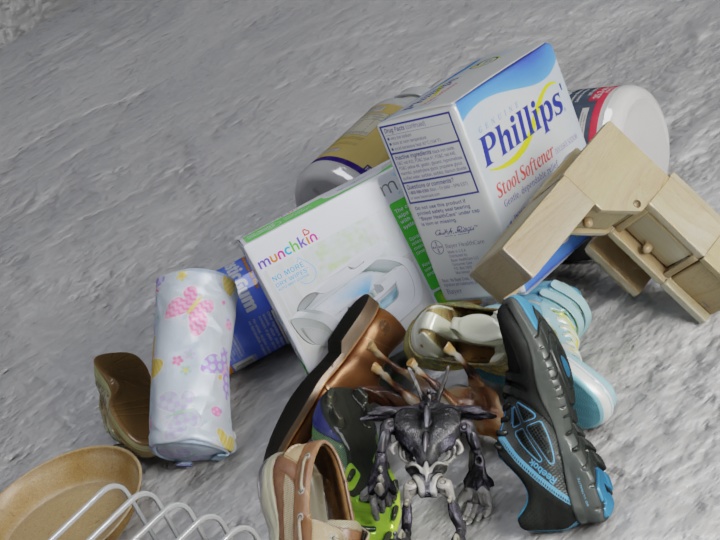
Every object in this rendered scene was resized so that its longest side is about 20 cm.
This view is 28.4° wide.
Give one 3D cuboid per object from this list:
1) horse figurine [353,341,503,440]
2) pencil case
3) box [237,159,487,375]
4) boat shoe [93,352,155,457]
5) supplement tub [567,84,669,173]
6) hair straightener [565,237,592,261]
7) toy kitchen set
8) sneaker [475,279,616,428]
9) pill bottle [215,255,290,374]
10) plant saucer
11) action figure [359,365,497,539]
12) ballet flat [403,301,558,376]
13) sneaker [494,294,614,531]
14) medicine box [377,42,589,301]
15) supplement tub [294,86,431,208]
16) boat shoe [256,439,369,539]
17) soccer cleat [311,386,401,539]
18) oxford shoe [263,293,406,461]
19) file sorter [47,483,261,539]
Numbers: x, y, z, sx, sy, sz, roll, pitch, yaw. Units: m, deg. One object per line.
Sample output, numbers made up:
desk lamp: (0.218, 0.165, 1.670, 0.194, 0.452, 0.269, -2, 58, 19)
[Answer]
horse figurine: (0.074, 0.119, 1.319, 0.200, 0.133, 0.050, -7, 43, 57)
pencil case: (-0.171, 0.098, 1.474, 0.091, 0.083, 0.200, 3, 69, -11)
box: (0.000, 0.000, 1.482, 0.200, 0.177, 0.097, -27, 10, -5)
boat shoe: (-0.248, 0.157, 1.565, 0.073, 0.063, 0.200, -2, 24, -20)
supplement tub: (0.227, -0.129, 1.576, 0.200, 0.140, 0.140, 0, 37, 38)
hair straightener: (0.187, -0.020, 1.527, 0.200, 0.041, 0.077, -4, 35, 34)
toy kitchen set: (0.223, 0.011, 1.327, 0.180, 0.200, 0.163, -48, 1, -25)
sneaker: (0.192, 0.068, 1.341, 0.130, 0.080, 0.200, -29, 37, -28)
pill bottle: (-0.098, 0.029, 1.596, 0.200, 0.112, 0.112, -28, 28, -4)
plant saucer: (-0.306, 0.258, 1.452, 0.200, 0.035, 0.200, -19, 29, 11)
action figure: (0.056, 0.182, 1.202, 0.119, 0.102, 0.200, 3, 49, 2)
ballet flat: (0.093, 0.058, 1.298, 0.071, 0.071, 0.200, -42, 28, -29)
sneaker: (0.141, 0.120, 1.181, 0.082, 0.200, 0.073, -20, -8, 20)
medicine box: (0.137, -0.099, 1.418, 0.103, 0.200, 0.182, -7, 22, 43)
supplement tub: (0.033, -0.116, 1.701, 0.145, 0.146, 0.200, 6, 42, 44)
boat shoe: (-0.031, 0.229, 1.164, 0.072, 0.076, 0.200, -36, 58, 30)
soccer cleat: (-0.006, 0.197, 1.303, 0.065, 0.084, 0.200, 3, 43, -14)
oxford shoe: (-0.024, 0.125, 1.407, 0.200, 0.071, 0.071, -54, 14, -3)
file sorter: (-0.174, 0.278, 1.221, 0.200, 0.125, 0.139, 7, 41, 45)
